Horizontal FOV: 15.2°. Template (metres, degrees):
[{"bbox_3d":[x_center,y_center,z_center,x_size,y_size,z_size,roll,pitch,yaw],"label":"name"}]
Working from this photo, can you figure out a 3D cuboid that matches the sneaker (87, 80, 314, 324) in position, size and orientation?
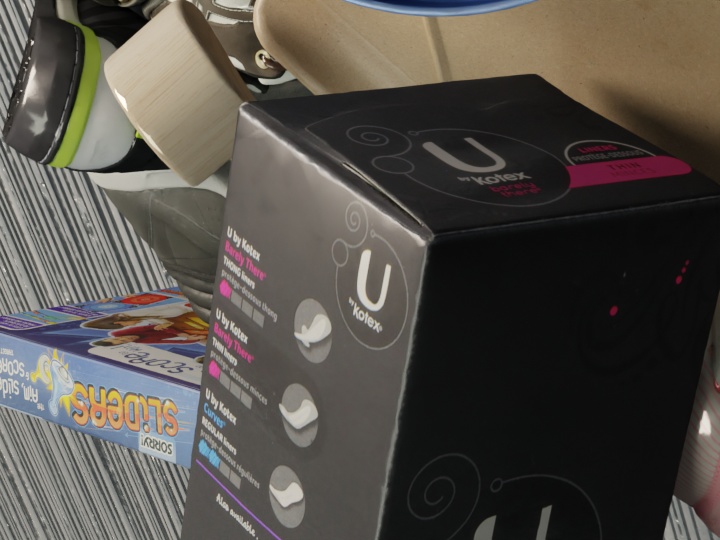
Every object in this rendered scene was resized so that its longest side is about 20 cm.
[{"bbox_3d":[-0.023,-0.020,1.104,0.199,0.071,0.099,6,140,49],"label":"sneaker"}]

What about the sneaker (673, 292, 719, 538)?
[{"bbox_3d":[0.153,0.025,0.833,0.104,0.076,0.200,34,139,-2],"label":"sneaker"}]

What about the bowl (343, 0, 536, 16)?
[{"bbox_3d":[0.022,-0.175,0.763,0.199,0.039,0.202,4,106,15],"label":"bowl"}]

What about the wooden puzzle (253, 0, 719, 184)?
[{"bbox_3d":[0.075,-0.084,0.867,0.185,0.037,0.200,41,139,0],"label":"wooden puzzle"}]

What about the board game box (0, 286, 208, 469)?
[{"bbox_3d":[-0.065,0.044,1.159,0.199,0.135,0.035,13,107,50],"label":"board game box"}]

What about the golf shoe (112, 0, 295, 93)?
[{"bbox_3d":[-0.029,-0.122,0.987,0.095,0.078,0.200,47,162,-5],"label":"golf shoe"}]

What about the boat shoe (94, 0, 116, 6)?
[{"bbox_3d":[-0.134,-0.178,1.031,0.061,0.072,0.201,39,168,33],"label":"boat shoe"}]

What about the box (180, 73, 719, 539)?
[{"bbox_3d":[0.024,0.053,0.841,0.106,0.122,0.201,36,125,46],"label":"box"}]

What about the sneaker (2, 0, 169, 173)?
[{"bbox_3d":[-0.100,-0.071,1.102,0.082,0.072,0.200,14,-166,-9],"label":"sneaker"}]

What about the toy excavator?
[{"bbox_3d":[0.000,0.000,0.964,0.200,0.100,0.194,51,-169,9],"label":"toy excavator"}]
